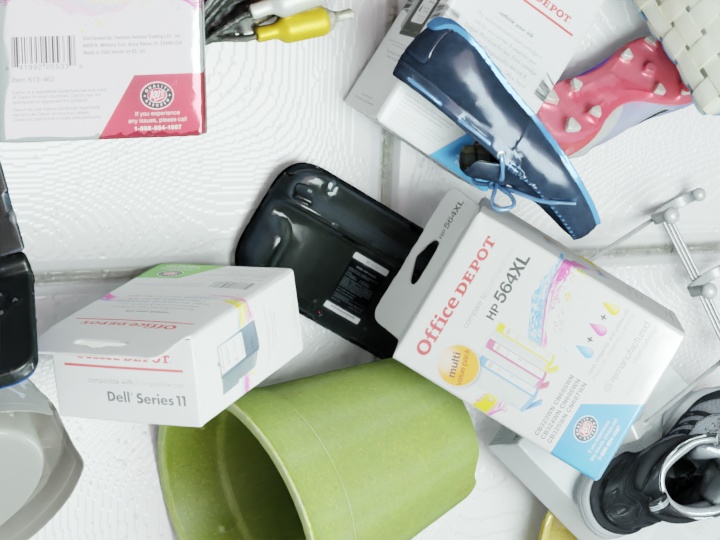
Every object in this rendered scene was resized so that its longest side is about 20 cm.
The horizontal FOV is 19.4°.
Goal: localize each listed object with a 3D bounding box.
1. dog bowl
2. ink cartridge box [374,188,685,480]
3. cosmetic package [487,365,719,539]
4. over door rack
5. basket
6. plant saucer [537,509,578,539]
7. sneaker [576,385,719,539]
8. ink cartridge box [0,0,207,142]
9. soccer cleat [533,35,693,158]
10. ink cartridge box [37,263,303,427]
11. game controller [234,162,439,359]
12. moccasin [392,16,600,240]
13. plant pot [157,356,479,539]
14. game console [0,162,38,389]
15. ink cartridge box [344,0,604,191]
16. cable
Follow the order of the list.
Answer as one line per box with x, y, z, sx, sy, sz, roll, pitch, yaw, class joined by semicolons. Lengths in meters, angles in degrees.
-0.290;0.140;1.440;0.200;0.059;0.200;-25;149;-16;dog bowl
0.119;0.041;1.555;0.200;0.125;0.129;30;98;0;ink cartridge box
0.218;0.151;1.707;0.200;0.052;0.151;46;66;-16;cosmetic package
0.243;0.033;1.675;0.200;0.067;0.148;-29;93;-37;over door rack
0.315;-0.208;1.648;0.200;0.139;0.177;-16;70;-40;basket
0.208;0.296;1.771;0.199;0.048;0.201;10;97;-27;plant saucer
0.270;0.147;1.643;0.200;0.114;0.076;-29;97;-30;sneaker
-0.183;-0.194;1.446;0.145;0.083;0.201;-3;102;-12;ink cartridge box
0.200;-0.133;1.675;0.200;0.076;0.067;-24;76;-35;soccer cleat
-0.135;0.055;1.462;0.200;0.117;0.068;-34;123;-60;ink cartridge box
0.000;0.000;1.620;0.200;0.042;0.104;30;101;-27;game controller
0.097;-0.095;1.553;0.068;0.080;0.200;-41;104;-2;moccasin
-0.018;0.150;1.568;0.190;0.200;0.201;-21;110;-32;plant pot
-0.323;0.004;1.377;0.199;0.171;0.119;-16;126;0;game console
0.094;-0.177;1.597;0.116;0.067;0.200;32;91;-27;ink cartridge box
-0.102;-0.180;1.519;0.200;0.050;0.097;-33;115;-16;cable
